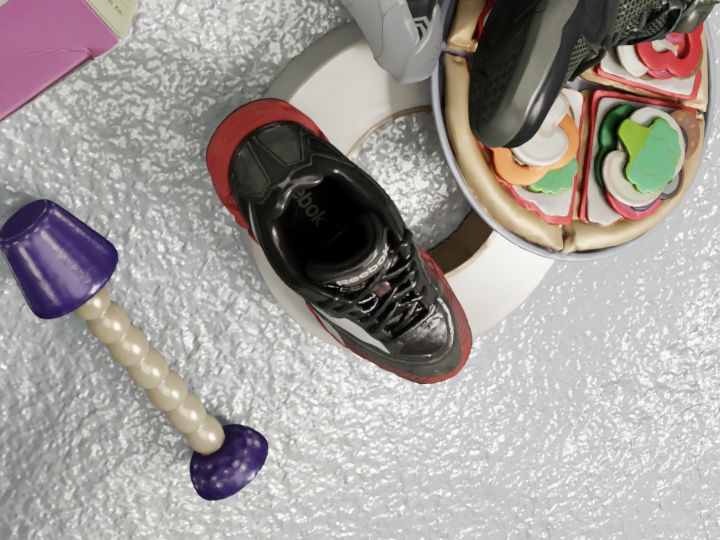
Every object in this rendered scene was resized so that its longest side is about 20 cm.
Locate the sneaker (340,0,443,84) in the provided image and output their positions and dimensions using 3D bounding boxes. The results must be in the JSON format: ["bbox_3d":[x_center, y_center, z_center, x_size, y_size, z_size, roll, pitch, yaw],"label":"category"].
[{"bbox_3d":[-0.037,-0.176,0.759,0.115,0.075,0.200,-22,104,-7],"label":"sneaker"}]

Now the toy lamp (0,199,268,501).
[{"bbox_3d":[-0.124,0.043,0.839,0.058,0.058,0.200,-38,121,-1],"label":"toy lamp"}]

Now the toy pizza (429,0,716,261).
[{"bbox_3d":[0.127,-0.104,0.839,0.200,0.032,0.200,-2,94,-30],"label":"toy pizza"}]

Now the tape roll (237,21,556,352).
[{"bbox_3d":[0.030,-0.047,0.865,0.203,0.037,0.203,-7,113,-16],"label":"tape roll"}]

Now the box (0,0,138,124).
[{"bbox_3d":[-0.176,-0.132,0.634,0.176,0.200,0.097,-29,119,23],"label":"box"}]

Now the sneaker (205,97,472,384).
[{"bbox_3d":[0.000,0.000,0.798,0.071,0.098,0.200,-41,119,-1],"label":"sneaker"}]

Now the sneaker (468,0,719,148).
[{"bbox_3d":[0.129,-0.131,0.773,0.114,0.076,0.199,32,62,-14],"label":"sneaker"}]
